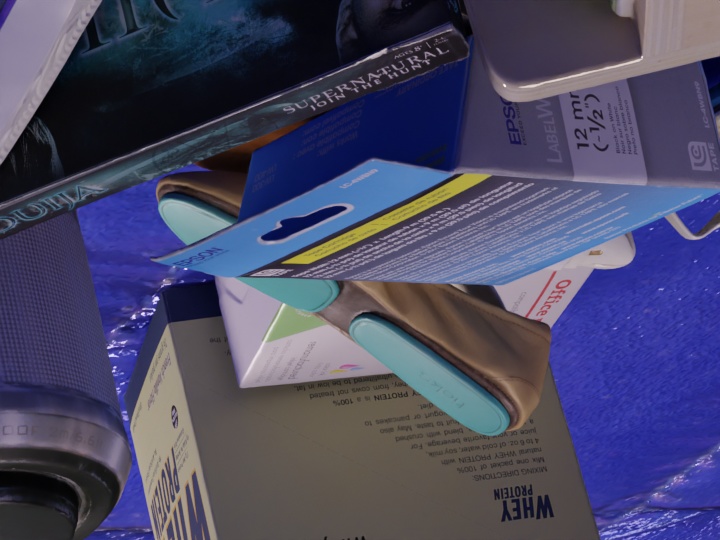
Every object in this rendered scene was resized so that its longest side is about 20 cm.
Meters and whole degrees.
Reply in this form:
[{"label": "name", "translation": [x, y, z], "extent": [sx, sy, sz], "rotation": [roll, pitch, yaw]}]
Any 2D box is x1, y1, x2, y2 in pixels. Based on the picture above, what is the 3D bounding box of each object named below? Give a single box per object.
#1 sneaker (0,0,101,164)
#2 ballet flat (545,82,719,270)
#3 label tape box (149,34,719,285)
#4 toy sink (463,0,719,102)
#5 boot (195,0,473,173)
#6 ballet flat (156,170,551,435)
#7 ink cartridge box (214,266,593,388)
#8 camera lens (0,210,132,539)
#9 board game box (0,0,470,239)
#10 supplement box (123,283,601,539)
[{"label": "sneaker", "translation": [-0.153, -0.135, 0.943], "extent": [0.200, 0.146, 0.081], "rotation": [-60, 180, 1]}, {"label": "ballet flat", "translation": [0.130, -0.034, 1.280], "extent": [0.200, 0.062, 0.067], "rotation": [-26, -172, -9]}, {"label": "label tape box", "translation": [0.030, -0.044, 1.125], "extent": [0.200, 0.066, 0.143], "rotation": [4, 161, -41]}, {"label": "toy sink", "translation": [0.128, -0.161, 0.983], "extent": [0.200, 0.131, 0.112], "rotation": [-13, 156, -2]}, {"label": "boot", "translation": [-0.004, -0.095, 1.165], "extent": [0.200, 0.069, 0.188], "rotation": [-23, 162, 38]}, {"label": "ballet flat", "translation": [0.000, 0.000, 1.238], "extent": [0.200, 0.063, 0.069], "rotation": [35, 155, -13]}, {"label": "ink cartridge box", "translation": [0.040, -0.003, 1.351], "extent": [0.200, 0.067, 0.117], "rotation": [-5, 154, -20]}, {"label": "camera lens", "translation": [-0.186, 0.024, 1.115], "extent": [0.160, 0.200, 0.160], "rotation": [-12, 156, -6]}, {"label": "board game box", "translation": [-0.070, -0.103, 0.986], "extent": [0.200, 0.136, 0.028], "rotation": [-21, 156, 13]}, {"label": "supplement box", "translation": [-0.001, 0.116, 1.425], "extent": [0.200, 0.200, 0.134], "rotation": [-7, 155, -17]}]
